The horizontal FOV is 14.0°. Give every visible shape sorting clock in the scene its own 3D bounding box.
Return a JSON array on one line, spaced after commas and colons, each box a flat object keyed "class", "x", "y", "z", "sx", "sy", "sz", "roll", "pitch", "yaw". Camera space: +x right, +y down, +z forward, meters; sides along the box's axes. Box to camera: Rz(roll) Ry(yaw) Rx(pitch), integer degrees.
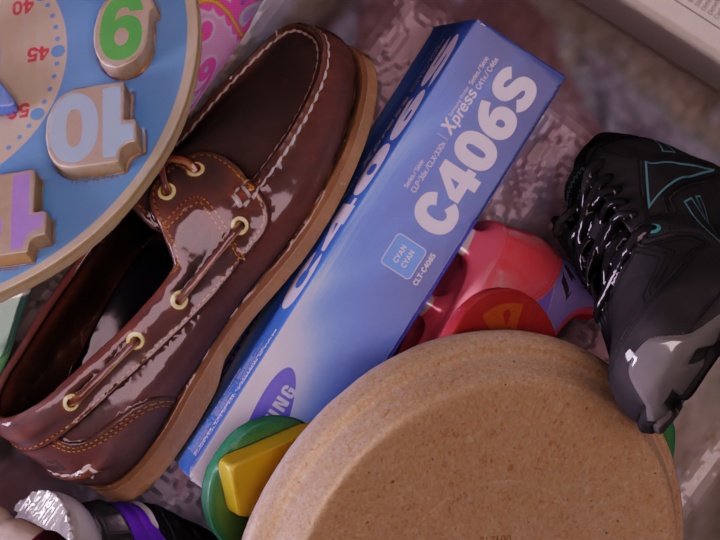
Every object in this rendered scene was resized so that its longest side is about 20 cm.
[{"class": "shape sorting clock", "x": -0.153, "y": -0.069, "z": 1.014, "sx": 0.199, "sy": 0.039, "sz": 0.201, "roll": -5, "pitch": 63, "yaw": 10}]

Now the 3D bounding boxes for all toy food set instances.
[{"class": "toy food set", "x": 0.037, "y": 0.110, "z": 1.081, "sx": 0.199, "sy": 0.049, "sz": 0.199, "roll": -20, "pitch": 114, "yaw": -22}]

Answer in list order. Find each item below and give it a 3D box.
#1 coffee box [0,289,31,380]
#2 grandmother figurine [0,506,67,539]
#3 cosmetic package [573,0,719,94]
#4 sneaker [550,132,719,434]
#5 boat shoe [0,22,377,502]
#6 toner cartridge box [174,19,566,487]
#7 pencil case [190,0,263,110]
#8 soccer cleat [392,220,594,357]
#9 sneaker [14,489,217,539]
[{"class": "coffee box", "x": -0.199, "y": 0.045, "z": 1.113, "sx": 0.122, "sy": 0.044, "sz": 0.201, "roll": 20, "pitch": 90, "yaw": -10}, {"class": "grandmother figurine", "x": -0.115, "y": 0.145, "z": 1.033, "sx": 0.199, "sy": 0.061, "sz": 0.122, "roll": -4, "pitch": 109, "yaw": 27}, {"class": "cosmetic package", "x": 0.111, "y": -0.150, "z": 1.134, "sx": 0.199, "sy": 0.073, "sz": 0.104, "roll": 32, "pitch": 87, "yaw": -8}, {"class": "sneaker", "x": 0.103, "y": 0.000, "z": 1.086, "sx": 0.079, "sy": 0.200, "sz": 0.076, "roll": 33, "pitch": 108, "yaw": -1}, {"class": "boat shoe", "x": -0.067, "y": -0.010, "z": 1.104, "sx": 0.070, "sy": 0.070, "sz": 0.201, "roll": 34, "pitch": 82, "yaw": -35}, {"class": "toner cartridge box", "x": 0.000, "y": 0.000, "z": 1.114, "sx": 0.043, "sy": 0.095, "sz": 0.201, "roll": 32, "pitch": 87, "yaw": -7}, {"class": "pencil case", "x": -0.080, "y": -0.106, "z": 1.083, "sx": 0.087, "sy": 0.087, "sz": 0.200, "roll": 39, "pitch": 74, "yaw": -8}, {"class": "soccer cleat", "x": 0.023, "y": 0.075, "z": 1.138, "sx": 0.076, "sy": 0.067, "sz": 0.201, "roll": 30, "pitch": 86, "yaw": -13}, {"class": "sneaker", "x": -0.096, "y": 0.183, "z": 1.122, "sx": 0.099, "sy": 0.069, "sz": 0.201, "roll": 4, "pitch": 108, "yaw": -36}]
